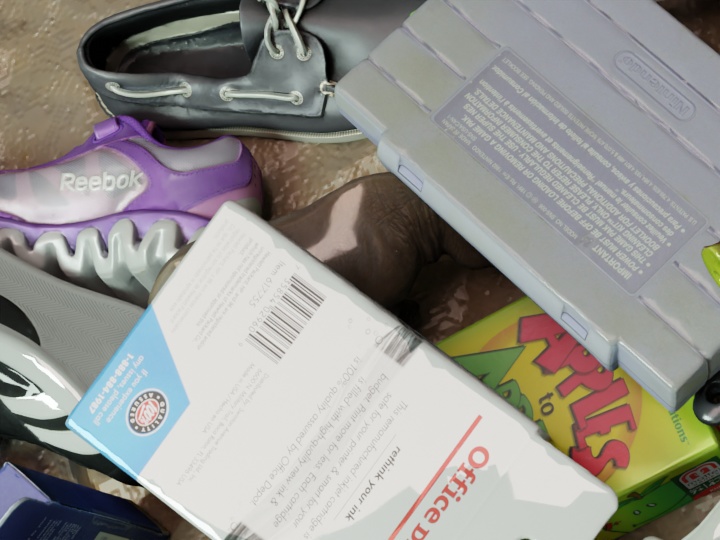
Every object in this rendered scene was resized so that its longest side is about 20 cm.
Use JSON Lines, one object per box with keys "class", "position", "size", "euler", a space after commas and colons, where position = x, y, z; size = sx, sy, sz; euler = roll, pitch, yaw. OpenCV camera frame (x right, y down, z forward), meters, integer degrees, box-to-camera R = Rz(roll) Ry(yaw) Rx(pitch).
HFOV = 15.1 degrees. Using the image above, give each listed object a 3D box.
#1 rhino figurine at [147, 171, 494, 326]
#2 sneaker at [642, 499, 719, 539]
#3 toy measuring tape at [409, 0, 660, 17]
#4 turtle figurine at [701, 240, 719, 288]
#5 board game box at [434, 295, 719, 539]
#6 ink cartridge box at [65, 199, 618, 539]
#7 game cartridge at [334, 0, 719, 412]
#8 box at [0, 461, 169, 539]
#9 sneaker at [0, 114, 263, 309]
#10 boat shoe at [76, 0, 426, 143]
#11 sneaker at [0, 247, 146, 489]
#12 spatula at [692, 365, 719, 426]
{"class": "rhino figurine", "position": [0.000, 0.000, 1.184], "size": [0.199, 0.088, 0.060], "euler": [-23, 33, 1]}
{"class": "sneaker", "position": [0.199, 0.089, 1.073], "size": [0.200, 0.077, 0.081], "euler": [-37, 58, 7]}
{"class": "toy measuring tape", "position": [0.104, -0.090, 1.200], "size": [0.198, 0.074, 0.074], "euler": [-7, 67, 4]}
{"class": "turtle figurine", "position": [0.211, -0.034, 1.056], "size": [0.161, 0.200, 0.064], "euler": [-37, 27, -4]}
{"class": "board game box", "position": [0.053, 0.082, 1.160], "size": [0.199, 0.048, 0.102], "euler": [-29, 61, 14]}
{"class": "ink cartridge box", "position": [-0.004, 0.077, 1.102], "size": [0.200, 0.068, 0.116], "euler": [37, 90, 10]}
{"class": "game cartridge", "position": [0.099, -0.048, 1.125], "size": [0.130, 0.038, 0.200], "euler": [-44, 69, -8]}
{"class": "box", "position": [-0.155, 0.142, 1.148], "size": [0.032, 0.200, 0.121], "euler": [38, 90, 15]}
{"class": "sneaker", "position": [-0.128, -0.030, 1.276], "size": [0.199, 0.081, 0.089], "euler": [4, 67, 21]}
{"class": "boat shoe", "position": [-0.040, -0.102, 1.264], "size": [0.199, 0.063, 0.073], "euler": [-6, 69, 24]}
{"class": "sneaker", "position": [-0.143, 0.060, 1.256], "size": [0.199, 0.112, 0.073], "euler": [32, 50, 2]}
{"class": "spatula", "position": [0.191, -0.016, 1.129], "size": [0.056, 0.021, 0.200], "euler": [22, 64, 30]}
